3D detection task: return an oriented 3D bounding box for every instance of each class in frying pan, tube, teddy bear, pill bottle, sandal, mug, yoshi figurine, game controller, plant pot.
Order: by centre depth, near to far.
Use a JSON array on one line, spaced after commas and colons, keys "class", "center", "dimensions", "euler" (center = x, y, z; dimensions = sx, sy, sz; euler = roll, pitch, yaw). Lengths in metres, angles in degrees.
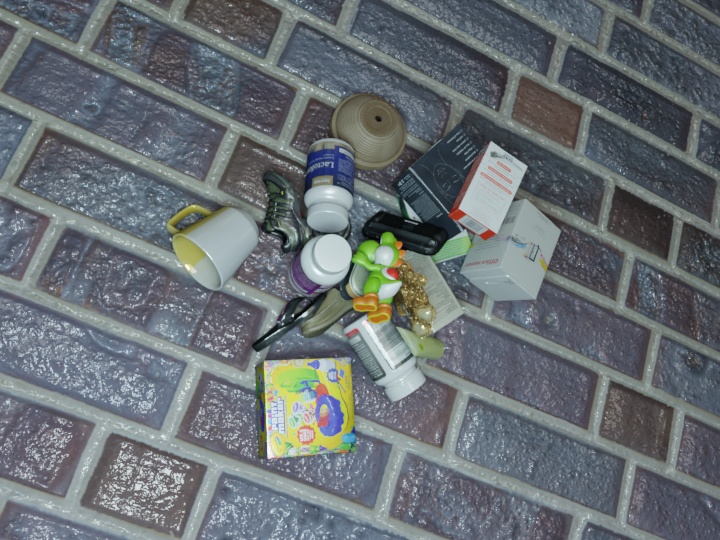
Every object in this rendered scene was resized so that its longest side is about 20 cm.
[{"class": "yoshi figurine", "center": [0.027, 0.009, 1.531], "dimensions": [0.111, 0.113, 0.201], "euler": [16, 59, -6]}, {"class": "mug", "center": [-0.315, -0.075, 1.541], "dimensions": [0.187, 0.149, 0.153], "euler": [50, 59, -8]}, {"class": "sandal", "center": [-0.161, 0.103, 1.563], "dimensions": [0.200, 0.075, 0.048], "euler": [-37, 99, -10]}, {"class": "pill bottle", "center": [-0.087, -0.013, 1.567], "dimensions": [0.112, 0.200, 0.113], "euler": [4, 76, -17]}, {"class": "teddy bear", "center": [0.115, 0.055, 1.573], "dimensions": [0.066, 0.200, 0.146], "euler": [-18, 125, -17]}, {"class": "tube", "center": [0.139, 0.171, 1.610], "dimensions": [0.058, 0.200, 0.052], "euler": [12, 84, 27]}, {"class": "pill bottle", "center": [0.056, 0.189, 1.613], "dimensions": [0.114, 0.114, 0.200], "euler": [-32, 89, -23]}, {"class": "pill bottle", "center": [-0.072, -0.196, 1.646], "dimensions": [0.115, 0.116, 0.201], "euler": [10, 61, -16]}, {"class": "frying pan", "center": [-0.073, -0.072, 1.683], "dimensions": [0.114, 0.031, 0.191], "euler": [3, 73, -17]}, {"class": "game controller", "center": [0.106, -0.089, 1.683], "dimensions": [0.199, 0.042, 0.104], "euler": [19, 33, 22]}, {"class": "plant pot", "center": [0.030, -0.358, 1.753], "dimensions": [0.200, 0.093, 0.202], "euler": [5, 74, -18]}]

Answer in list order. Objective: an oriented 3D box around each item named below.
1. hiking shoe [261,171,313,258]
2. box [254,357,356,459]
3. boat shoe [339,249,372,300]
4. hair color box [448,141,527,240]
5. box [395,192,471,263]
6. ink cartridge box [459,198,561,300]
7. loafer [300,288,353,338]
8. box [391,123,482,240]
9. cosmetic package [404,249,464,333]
[{"class": "hiking shoe", "center": [-0.188, -0.132, 1.630], "dimensions": [0.100, 0.076, 0.201], "euler": [-26, 87, -26]}, {"class": "box", "center": [-0.121, 0.296, 1.522], "dimensions": [0.192, 0.122, 0.201], "euler": [-1, 77, -18]}, {"class": "boat shoe", "center": [0.000, 0.000, 1.622], "dimensions": [0.075, 0.062, 0.200], "euler": [47, 34, -17]}, {"class": "hair color box", "center": [0.298, -0.186, 1.651], "dimensions": [0.111, 0.064, 0.201], "euler": [32, 70, -9]}, {"class": "box", "center": [0.186, -0.118, 1.778], "dimensions": [0.144, 0.036, 0.201], "euler": [-16, 81, -22]}, {"class": "ink cartridge box", "center": [0.369, -0.045, 1.746], "dimensions": [0.144, 0.147, 0.201], "euler": [36, 67, -25]}, {"class": "loafer", "center": [-0.067, 0.086, 1.622], "dimensions": [0.200, 0.076, 0.068], "euler": [-33, 81, -36]}, {"class": "box", "center": [0.221, -0.210, 1.727], "dimensions": [0.200, 0.124, 0.197], "euler": [-42, 92, -24]}, {"class": "cosmetic package", "center": [0.144, 0.047, 1.693], "dimensions": [0.103, 0.087, 0.201], "euler": [-29, 86, -24]}]
